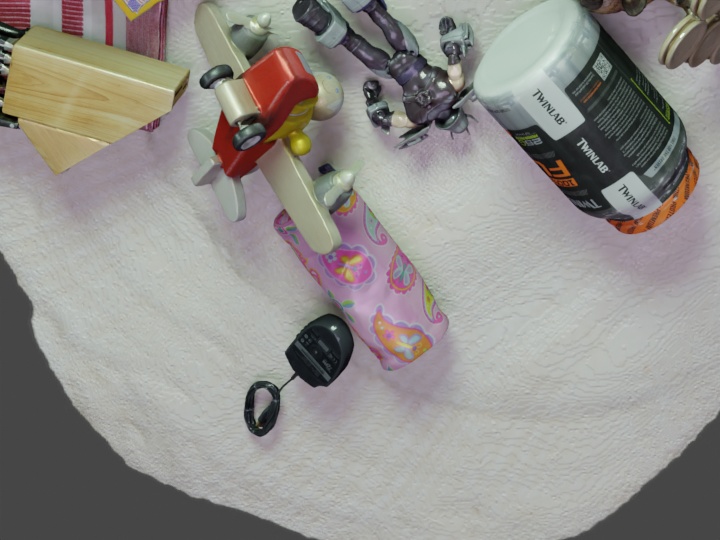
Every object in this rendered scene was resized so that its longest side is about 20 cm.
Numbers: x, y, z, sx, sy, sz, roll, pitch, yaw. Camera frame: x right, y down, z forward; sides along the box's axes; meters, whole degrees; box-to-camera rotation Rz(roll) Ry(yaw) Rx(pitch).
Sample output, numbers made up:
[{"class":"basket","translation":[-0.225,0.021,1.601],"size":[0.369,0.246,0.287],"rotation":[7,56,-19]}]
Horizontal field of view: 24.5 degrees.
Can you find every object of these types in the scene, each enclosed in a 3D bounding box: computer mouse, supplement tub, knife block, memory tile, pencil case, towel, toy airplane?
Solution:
[{"class":"computer mouse","translation":[-0.062,0.105,1.660],"size":[0.059,0.034,0.200],"rotation":[49,133,5]},{"class":"supplement tub","translation":[0.202,-0.131,1.455],"size":[0.122,0.123,0.200],"rotation":[-35,117,23]},{"class":"knife block","translation":[-0.281,-0.188,1.515],"size":[0.199,0.064,0.176],"rotation":[-26,110,20]},{"class":"memory tile","translation":[0.324,-0.254,1.378],"size":[0.017,0.153,0.200],"rotation":[41,119,20]},{"class":"pencil case","translation":[0.000,0.000,1.587],"size":[0.087,0.088,0.200],"rotation":[-32,108,22]},{"class":"towel","translation":[-0.281,-0.211,1.551],"size":[0.199,0.023,0.145],"rotation":[9,117,4]},{"class":"toy airplane","translation":[-0.079,-0.131,1.492],"size":[0.141,0.199,0.201],"rotation":[-25,121,-21]}]

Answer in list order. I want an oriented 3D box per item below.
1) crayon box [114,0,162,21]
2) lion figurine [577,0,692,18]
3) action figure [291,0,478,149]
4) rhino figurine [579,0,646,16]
[{"class":"crayon box","translation":[-0.157,-0.325,1.438],"size":[0.199,0.052,0.126],"rotation":[-32,118,14]},{"class":"lion figurine","translation":[0.264,-0.290,1.404],"size":[0.200,0.123,0.072],"rotation":[-51,143,11]},{"class":"action figure","translation":[0.035,-0.192,1.492],"size":[0.130,0.069,0.200],"rotation":[-41,109,17]},{"class":"rhino figurine","translation":[0.175,-0.303,1.364],"size":[0.060,0.201,0.087],"rotation":[-24,153,10]}]
